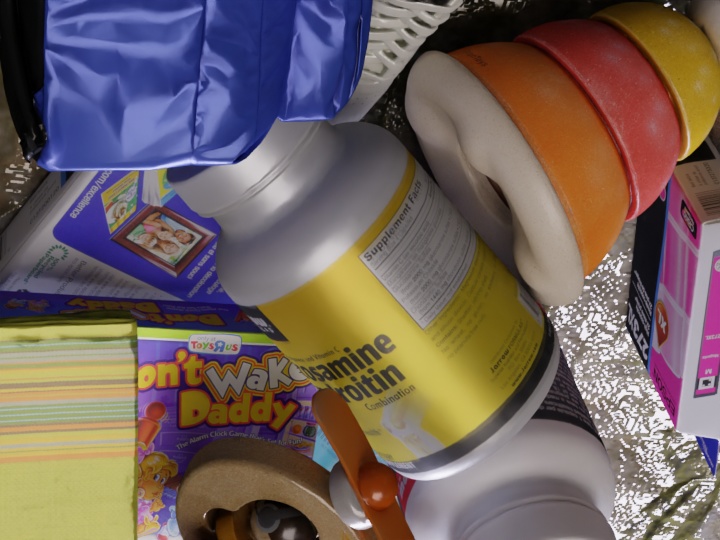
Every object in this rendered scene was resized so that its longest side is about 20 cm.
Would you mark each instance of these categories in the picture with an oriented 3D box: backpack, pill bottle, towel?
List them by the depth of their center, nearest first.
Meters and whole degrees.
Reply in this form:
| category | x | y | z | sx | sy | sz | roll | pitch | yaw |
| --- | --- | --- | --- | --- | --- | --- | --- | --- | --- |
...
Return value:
| category | x | y | z | sx | sy | sz | roll | pitch | yaw |
| --- | --- | --- | --- | --- | --- | --- | --- | --- | --- |
| backpack | -0.076 | -0.165 | 0.729 | 0.167 | 0.163 | 0.201 | -6 | 118 | -18 |
| pill bottle | 0.000 | 0.000 | 0.844 | 0.112 | 0.112 | 0.200 | -36 | 112 | 15 |
| towel | -0.156 | 0.116 | 0.876 | 0.085 | 0.018 | 0.201 | -1 | 110 | -11 |
| pill bottle | 0.075 | 0.105 | 0.959 | 0.119 | 0.201 | 0.120 | -8 | 130 | -9 |

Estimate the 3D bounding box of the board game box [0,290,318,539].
| category | x | y | z | sx | sy | sz | roll | pitch | yaw |
| --- | --- | --- | --- | --- | --- | --- | --- | --- | --- |
| board game box | -0.124 | 0.084 | 0.907 | 0.199 | 0.045 | 0.135 | 3 | 108 | -18 |

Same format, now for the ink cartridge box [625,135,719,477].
| category | x | y | z | sx | sy | sz | roll | pitch | yaw |
| --- | --- | --- | --- | --- | --- | --- | --- | --- | --- |
| ink cartridge box | 0.185 | 0.019 | 0.988 | 0.037 | 0.095 | 0.201 | -10 | 131 | -6 |

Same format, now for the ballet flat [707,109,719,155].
| category | x | y | z | sx | sy | sz | roll | pitch | yaw |
| --- | --- | --- | --- | --- | --- | --- | --- | --- | --- |
| ballet flat | 0.228 | -0.028 | 0.979 | 0.068 | 0.067 | 0.201 | -9 | 130 | -6 |

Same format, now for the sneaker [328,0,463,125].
| category | x | y | z | sx | sy | sz | roll | pitch | yaw |
| --- | --- | --- | --- | --- | --- | --- | --- | --- | --- |
| sneaker | 0.012 | -0.135 | 0.825 | 0.076 | 0.081 | 0.201 | 13 | 125 | -26 |

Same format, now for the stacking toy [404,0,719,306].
| category | x | y | z | sx | sy | sz | roll | pitch | yaw |
| --- | --- | --- | --- | --- | --- | --- | --- | --- | --- |
| stacking toy | 0.136 | -0.088 | 0.884 | 0.199 | 0.146 | 0.147 | -31 | 131 | -9 |

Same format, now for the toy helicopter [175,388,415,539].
| category | x | y | z | sx | sy | sz | roll | pitch | yaw |
| --- | --- | --- | --- | --- | --- | --- | --- | --- | --- |
| toy helicopter | 0.005 | 0.140 | 0.847 | 0.199 | 0.079 | 0.133 | 28 | 127 | -4 |

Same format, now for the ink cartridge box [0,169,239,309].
| category | x | y | z | sx | sy | sz | roll | pitch | yaw |
| --- | --- | --- | --- | --- | --- | --- | --- | --- | --- |
| ink cartridge box | -0.093 | 0.007 | 0.936 | 0.199 | 0.044 | 0.198 | 28 | 117 | -31 |

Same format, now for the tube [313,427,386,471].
| category | x | y | z | sx | sy | sz | roll | pitch | yaw |
| --- | --- | --- | --- | --- | --- | --- | --- | --- | --- |
| tube | -0.074 | 0.153 | 1.065 | 0.200 | 0.050 | 0.077 | -39 | 131 | 10 |
